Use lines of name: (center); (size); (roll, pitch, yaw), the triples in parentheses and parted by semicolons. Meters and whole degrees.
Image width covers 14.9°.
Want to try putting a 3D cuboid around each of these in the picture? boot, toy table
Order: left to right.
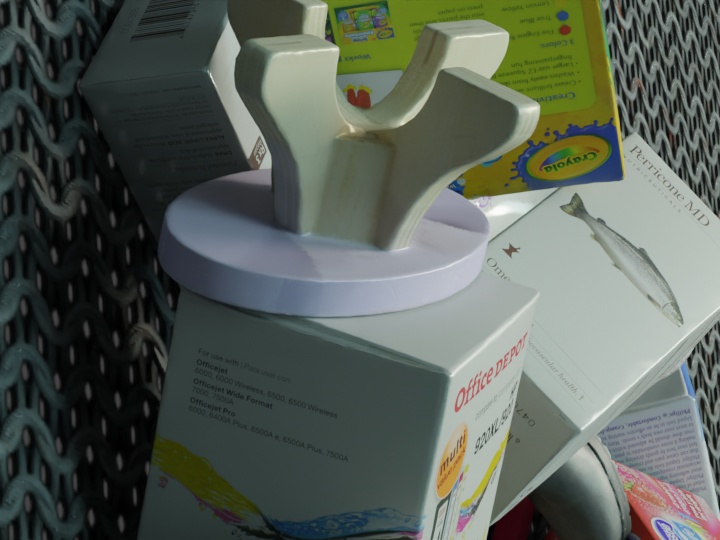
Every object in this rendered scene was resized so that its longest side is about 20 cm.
toy table: (-0.003, -0.059, 1.324); (0.200, 0.183, 0.118); (-24, 132, -59)
boot: (0.075, 0.118, 1.649); (0.200, 0.070, 0.132); (56, 47, -13)

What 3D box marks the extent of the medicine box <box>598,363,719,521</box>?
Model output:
medicine box: (0.184, 0.131, 1.896); (0.182, 0.102, 0.201); (-97, 172, -60)

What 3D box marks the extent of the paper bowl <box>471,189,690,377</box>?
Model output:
paper bowl: (0.126, 0.005, 1.782); (0.201, 0.200, 0.105); (-60, 171, -57)

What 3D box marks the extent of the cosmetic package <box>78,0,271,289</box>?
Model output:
cosmetic package: (-0.063, -0.058, 1.461); (0.200, 0.081, 0.113); (63, 33, -36)

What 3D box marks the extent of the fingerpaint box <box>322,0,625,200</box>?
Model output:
fingerpaint box: (0.038, -0.121, 1.528); (0.074, 0.199, 0.167); (-90, 169, -49)

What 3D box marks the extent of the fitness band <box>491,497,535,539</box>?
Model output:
fitness band: (0.081, 0.144, 1.775); (0.200, 0.037, 0.144); (18, 74, -72)

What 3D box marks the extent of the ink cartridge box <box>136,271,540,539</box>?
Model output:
ink cartridge box: (-0.014, 0.099, 1.359); (0.147, 0.144, 0.201); (-37, 141, -64)

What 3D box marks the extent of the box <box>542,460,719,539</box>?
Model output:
box: (0.190, 0.215, 1.715); (0.095, 0.100, 0.200); (25, 17, -25)

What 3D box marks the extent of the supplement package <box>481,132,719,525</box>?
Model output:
supplement package: (0.115, 0.032, 1.572); (0.117, 0.117, 0.200); (46, 48, 8)
